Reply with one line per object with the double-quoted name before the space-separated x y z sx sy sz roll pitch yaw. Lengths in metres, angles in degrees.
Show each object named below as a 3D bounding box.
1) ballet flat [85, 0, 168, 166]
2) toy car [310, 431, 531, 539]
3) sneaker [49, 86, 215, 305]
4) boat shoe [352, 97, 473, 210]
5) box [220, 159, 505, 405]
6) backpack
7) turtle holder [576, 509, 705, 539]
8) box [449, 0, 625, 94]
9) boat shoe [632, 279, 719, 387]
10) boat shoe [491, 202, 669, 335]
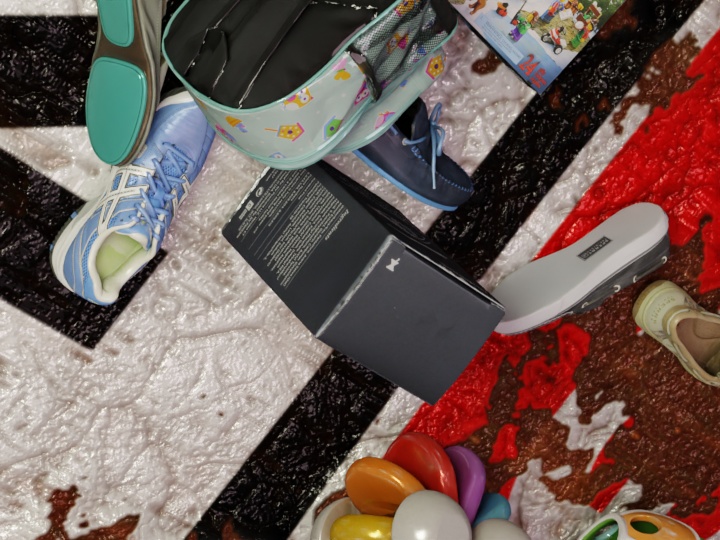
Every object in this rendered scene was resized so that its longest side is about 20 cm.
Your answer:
"ballet flat" -0.174 -0.177 1.645 0.064 0.067 0.200 -32 136 -46
"toy car" 0.064 0.229 1.954 0.200 0.175 0.150 26 66 -35
"sneaker" -0.171 -0.056 1.702 0.076 0.077 0.200 27 100 -34
"boat shoe" 0.033 -0.117 1.771 0.069 0.084 0.200 -46 131 16
"box" 0.000 0.000 1.746 0.148 0.200 0.104 32 98 -37
"backpack" -0.044 -0.176 1.636 0.200 0.176 0.153 -41 144 -14
"turtle holder" 0.266 0.318 2.122 0.132 0.141 0.185 38 136 -23
"box" 0.133 -0.260 1.775 0.137 0.038 0.200 -48 127 3
"boat shoe" 0.345 0.077 2.059 0.200 0.063 0.073 27 101 -36
"boat shoe" 0.206 0.011 1.946 0.200 0.069 0.057 -31 127 -12
